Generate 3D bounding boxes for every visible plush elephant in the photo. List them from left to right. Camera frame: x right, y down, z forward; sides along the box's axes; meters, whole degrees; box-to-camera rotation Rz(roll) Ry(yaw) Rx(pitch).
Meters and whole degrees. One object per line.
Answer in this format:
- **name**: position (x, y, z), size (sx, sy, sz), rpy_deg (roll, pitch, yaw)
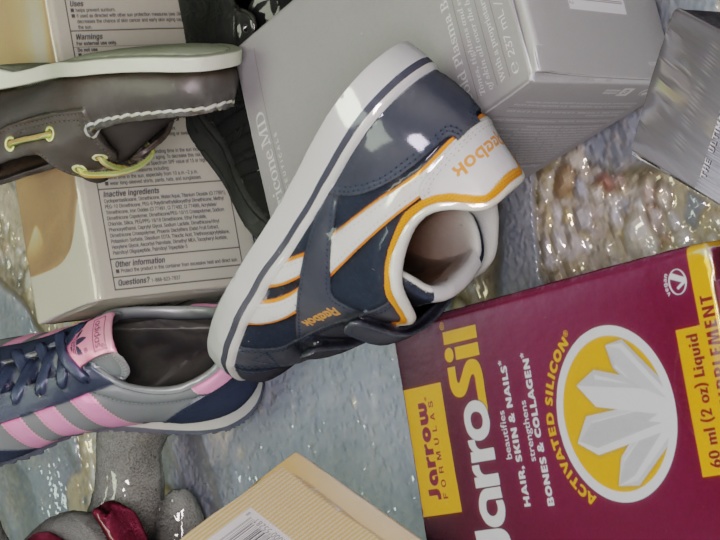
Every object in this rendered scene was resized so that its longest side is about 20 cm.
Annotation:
- **plush elephant**: position (-0.124, 0.185, 1.203), size (0.154, 0.164, 0.202), rpy_deg (20, 119, 49)

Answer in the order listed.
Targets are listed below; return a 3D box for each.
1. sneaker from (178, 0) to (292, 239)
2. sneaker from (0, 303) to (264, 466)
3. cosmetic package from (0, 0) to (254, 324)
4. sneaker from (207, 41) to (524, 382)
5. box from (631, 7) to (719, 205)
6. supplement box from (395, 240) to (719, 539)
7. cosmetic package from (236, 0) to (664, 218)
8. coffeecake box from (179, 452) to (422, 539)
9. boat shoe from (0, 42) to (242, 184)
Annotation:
- **sneaker**: position (-0.040, -0.090, 1.128), size (0.200, 0.060, 0.105), rpy_deg (49, 135, 45)
- **sneaker**: position (-0.149, 0.048, 1.175), size (0.082, 0.198, 0.071), rpy_deg (91, 167, -61)
- **cosmetic package**: position (-0.126, -0.079, 1.214), size (0.071, 0.105, 0.202), rpy_deg (-19, 78, 53)
- **sneaker**: position (0.000, 0.000, 0.954), size (0.079, 0.078, 0.200), rpy_deg (42, 141, 9)
- **box**: position (0.204, -0.025, 0.682), size (0.158, 0.199, 0.049), rpy_deg (35, 119, 45)
- **supplement box**: position (0.109, 0.056, 0.921), size (0.199, 0.085, 0.111), rpy_deg (-17, 81, 54)
- **cosmetic package**: position (0.035, -0.089, 1.003), size (0.200, 0.090, 0.108), rpy_deg (-33, 65, 47)
- **coffeecake box**: position (0.018, 0.200, 1.005), size (0.153, 0.073, 0.201), rpy_deg (30, 148, 48)
- **boat shoe**: position (-0.127, -0.072, 1.101), size (0.200, 0.071, 0.061), rpy_deg (-2, 96, 45)
